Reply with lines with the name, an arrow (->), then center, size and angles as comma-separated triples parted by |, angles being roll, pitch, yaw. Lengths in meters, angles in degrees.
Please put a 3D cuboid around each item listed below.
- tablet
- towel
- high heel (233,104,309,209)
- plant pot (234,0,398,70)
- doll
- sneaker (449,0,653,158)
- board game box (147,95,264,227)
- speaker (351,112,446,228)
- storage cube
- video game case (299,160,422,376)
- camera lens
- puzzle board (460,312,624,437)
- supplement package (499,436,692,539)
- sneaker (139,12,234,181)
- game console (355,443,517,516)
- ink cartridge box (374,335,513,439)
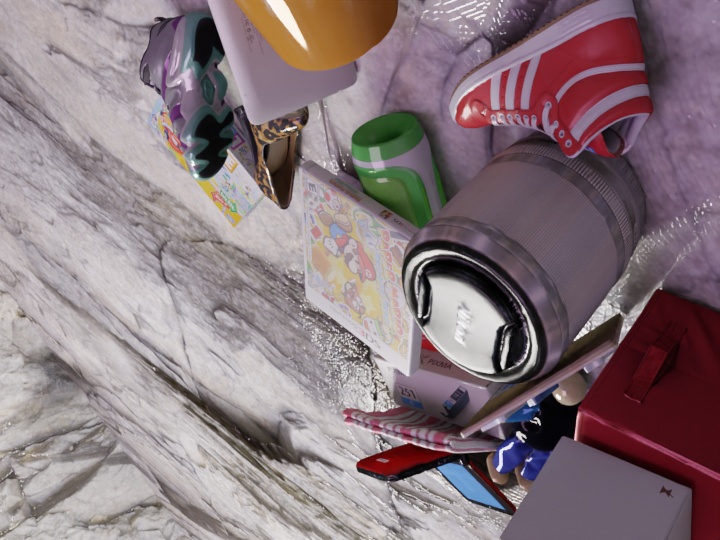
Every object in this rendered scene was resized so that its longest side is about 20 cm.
tablet -> -0.081, -0.258, 0.795 | 0.014, 0.128, 0.203 | 52, 163, 53
towel -> 0.091, 0.213, 1.081 | 0.198, 0.145, 0.031 | 5, 87, 43
high heel -> -0.086, -0.136, 0.964 | 0.199, 0.071, 0.145 | 20, 135, 62
plant pot -> -0.050, -0.283, 0.680 | 0.198, 0.201, 0.184 | 23, 155, 34
doll -> 0.213, 0.191, 0.951 | 0.134, 0.049, 0.202 | 15, 133, -6
sneaker -> 0.153, -0.130, 0.661 | 0.199, 0.070, 0.115 | -24, 78, 55
board game box -> -0.211, -0.170, 1.121 | 0.201, 0.034, 0.134 | 50, 148, -3
speaker -> 0.051, -0.064, 0.872 | 0.087, 0.088, 0.203 | 14, 134, 41
storage cube -> 0.308, 0.160, 0.719 | 0.178, 0.171, 0.202 | 25, 142, 31
video game case -> 0.000, 0.000, 0.891 | 0.181, 0.023, 0.203 | 35, 142, 31
camera lens -> 0.144, -0.014, 0.704 | 0.159, 0.200, 0.162 | 30, 144, 25
puzzle board -> 0.178, 0.096, 0.739 | 0.150, 0.199, 0.018 | -36, 81, 18
supplement package -> 0.207, 0.265, 0.682 | 0.116, 0.117, 0.202 | 19, 140, 37
sneaker -> -0.232, -0.222, 1.014 | 0.138, 0.077, 0.204 | 14, 108, 36
game console -> 0.103, 0.312, 1.141 | 0.200, 0.169, 0.121 | 145, 109, -73
ink cartridge box -> 0.099, 0.122, 1.049 | 0.198, 0.045, 0.178 | 9, 132, 45
